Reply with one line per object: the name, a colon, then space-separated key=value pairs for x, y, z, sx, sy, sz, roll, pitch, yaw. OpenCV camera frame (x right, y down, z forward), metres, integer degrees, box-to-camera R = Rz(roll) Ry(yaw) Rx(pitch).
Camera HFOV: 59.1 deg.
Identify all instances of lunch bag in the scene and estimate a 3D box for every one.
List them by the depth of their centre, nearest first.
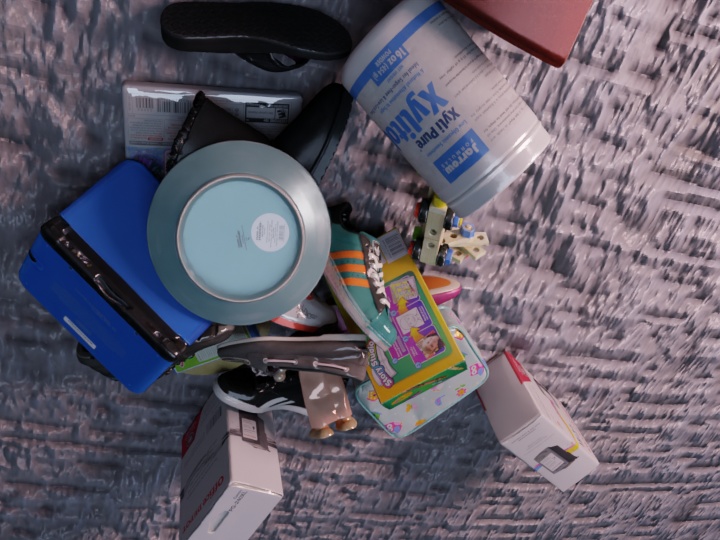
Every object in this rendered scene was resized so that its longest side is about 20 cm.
lunch bag: x=0.088 y=0.159 z=0.975 sx=0.199 sy=0.077 sz=0.161 roll=-34 pitch=126 yaw=8

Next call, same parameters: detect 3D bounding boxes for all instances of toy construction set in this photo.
toy construction set: x=0.112 y=-0.082 z=0.811 sx=0.091 sy=0.132 sz=0.202 roll=4 pitch=134 yaw=20

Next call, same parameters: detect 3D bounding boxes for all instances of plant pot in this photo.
plant pot: x=0.131 y=-0.340 z=0.605 sx=0.173 sy=0.201 sz=0.202 roll=15 pitch=118 yaw=-10

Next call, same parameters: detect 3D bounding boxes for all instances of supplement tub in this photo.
supplement tub: x=0.087 y=-0.171 z=0.663 sx=0.132 sy=0.132 sz=0.200 roll=-42 pitch=94 yaw=13

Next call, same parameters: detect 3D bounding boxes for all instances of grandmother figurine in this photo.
grandmother figurine: x=-0.064 y=0.122 z=0.869 sx=0.120 sy=0.060 sz=0.204 roll=-11 pitch=88 yaw=-32

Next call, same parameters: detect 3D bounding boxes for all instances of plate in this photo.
plate: x=-0.127 y=-0.035 z=0.677 sx=0.196 sy=0.026 sz=0.204 roll=-3 pitch=104 yaw=-10

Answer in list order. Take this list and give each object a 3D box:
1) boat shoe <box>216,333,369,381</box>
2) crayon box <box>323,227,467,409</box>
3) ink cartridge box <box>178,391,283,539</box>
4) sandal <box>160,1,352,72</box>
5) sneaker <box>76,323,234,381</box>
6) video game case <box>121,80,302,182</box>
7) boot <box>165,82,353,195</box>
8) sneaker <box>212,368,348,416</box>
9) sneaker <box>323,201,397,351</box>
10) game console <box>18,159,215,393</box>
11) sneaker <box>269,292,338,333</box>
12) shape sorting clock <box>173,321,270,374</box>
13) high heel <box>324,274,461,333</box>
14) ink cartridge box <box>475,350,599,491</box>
boat shoe: x=-0.086 y=0.111 z=0.784 sx=0.196 sy=0.058 sz=0.067 roll=-5 pitch=168 yaw=11
crayon box: x=0.042 y=0.061 z=0.827 sx=0.117 sy=0.202 sz=0.058 roll=-27 pitch=159 yaw=4
ink cartridge box: x=-0.188 y=0.276 z=0.899 sx=0.083 sy=0.201 sz=0.146 roll=26 pitch=113 yaw=-28
sandal: x=-0.108 y=-0.245 z=0.674 sx=0.197 sy=0.076 sz=0.048 roll=2 pitch=148 yaw=-8
sneaker: x=-0.251 y=0.091 z=0.807 sx=0.196 sy=0.076 sz=0.080 roll=-11 pitch=135 yaw=4
video game case: x=-0.174 y=-0.125 z=0.753 sx=0.196 sy=0.024 sz=0.185 roll=-1 pitch=123 yaw=-16
boot: x=-0.113 y=-0.144 z=0.701 sx=0.161 sy=0.073 sz=0.201 roll=24 pitch=98 yaw=-14
sneaker: x=-0.106 y=0.144 z=0.918 sx=0.198 sy=0.073 sz=0.113 roll=16 pitch=114 yaw=-37
sneaker: x=0.000 y=0.000 z=0.786 sx=0.079 sy=0.201 sz=0.071 roll=-33 pitch=160 yaw=3
game console: x=-0.262 y=0.011 z=0.734 sx=0.200 sy=0.119 sz=0.170 roll=47 pitch=129 yaw=-6
sneaker: x=-0.103 y=0.001 z=0.782 sx=0.199 sy=0.067 sz=0.109 roll=20 pitch=101 yaw=-17
shape sorting clock: x=-0.217 y=0.057 z=0.847 sx=0.196 sy=0.039 sz=0.203 roll=-5 pitch=121 yaw=-8
high heel: x=0.050 y=0.069 z=0.906 sx=0.197 sy=0.068 sz=0.097 roll=-14 pitch=115 yaw=0
ink cartridge box: x=0.284 y=0.247 z=1.043 sx=0.085 sy=0.148 sz=0.199 roll=-41 pitch=124 yaw=15
